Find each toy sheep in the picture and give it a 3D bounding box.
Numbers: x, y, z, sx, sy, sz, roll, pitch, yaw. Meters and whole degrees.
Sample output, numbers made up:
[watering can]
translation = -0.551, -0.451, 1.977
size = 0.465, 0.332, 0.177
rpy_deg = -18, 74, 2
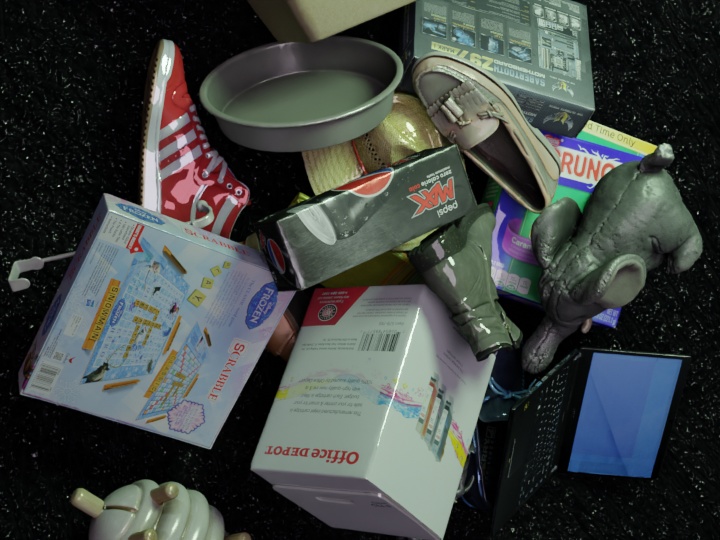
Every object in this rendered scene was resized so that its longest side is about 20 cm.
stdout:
[toy sheep]
translation = -0.192, 0.263, 1.236
size = 0.200, 0.138, 0.138
rpy_deg = 42, 80, -19

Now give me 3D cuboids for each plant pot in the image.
[plant pot]
translation = -0.034, -0.328, 1.245
size = 0.198, 0.200, 0.179
rpy_deg = -25, 107, -14

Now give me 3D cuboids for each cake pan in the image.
[cake pan]
translation = -0.056, -0.171, 1.245
size = 0.198, 0.200, 0.037
rpy_deg = -17, 124, -15

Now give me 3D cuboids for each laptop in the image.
[laptop]
translation = 0.235, 0.181, 1.328
size = 0.199, 0.103, 0.179
rpy_deg = -34, 140, -42

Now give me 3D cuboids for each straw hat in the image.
[straw hat]
translation = 0.039, -0.127, 1.287
size = 0.199, 0.085, 0.203
rpy_deg = 8, 70, -23

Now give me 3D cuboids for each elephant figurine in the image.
[elephant figurine]
translation = 0.230, -0.006, 1.266
size = 0.199, 0.141, 0.156
rpy_deg = -37, 106, -15

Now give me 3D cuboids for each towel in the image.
[towel]
translation = 0.000, 0.000, 1.321
size = 0.199, 0.018, 0.086
rpy_deg = 30, 122, -14

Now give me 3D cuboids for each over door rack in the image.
[over door rack]
translation = -0.221, 0.024, 1.233
size = 0.198, 0.067, 0.149
rpy_deg = -18, 121, -7

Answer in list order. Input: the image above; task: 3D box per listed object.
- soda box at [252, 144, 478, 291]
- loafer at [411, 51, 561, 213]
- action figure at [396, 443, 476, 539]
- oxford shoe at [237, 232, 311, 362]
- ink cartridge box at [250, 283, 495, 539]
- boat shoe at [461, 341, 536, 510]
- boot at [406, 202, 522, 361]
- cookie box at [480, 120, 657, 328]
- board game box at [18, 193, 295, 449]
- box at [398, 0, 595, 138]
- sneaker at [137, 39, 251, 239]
[soda box]
translation = 0.006, -0.050, 1.186
size = 0.199, 0.063, 0.071
rpy_deg = -25, 101, -24
[loafer]
translation = 0.126, -0.132, 1.252
size = 0.200, 0.072, 0.063
rpy_deg = 38, 41, -27
[action figure]
translation = 0.059, 0.221, 1.318
size = 0.101, 0.119, 0.202
rpy_deg = 10, 94, -22
[oxford shoe]
translation = -0.081, 0.058, 1.308
size = 0.071, 0.071, 0.201
rpy_deg = -24, 104, 18
[ink cartridge box]
translation = 0.015, 0.136, 1.234
size = 0.145, 0.144, 0.202
rpy_deg = 45, 55, -41
[boat shoe]
translation = 0.152, 0.154, 1.365
size = 0.083, 0.069, 0.203
rpy_deg = 1, 91, -16
[boot]
translation = 0.112, 0.015, 1.239
size = 0.067, 0.200, 0.131
rpy_deg = -30, 93, 22
[cookie box]
translation = 0.215, -0.059, 1.374
size = 0.169, 0.075, 0.202
rpy_deg = 18, 86, -14
[board game box]
translation = -0.187, 0.052, 1.195
size = 0.198, 0.041, 0.201
rpy_deg = 21, 109, -27
[box]
translation = 0.139, -0.230, 1.317
size = 0.198, 0.051, 0.159
rpy_deg = 13, 51, -13
[sneaker]
translation = -0.160, -0.122, 1.267
size = 0.111, 0.071, 0.203
rpy_deg = 3, 98, -12
